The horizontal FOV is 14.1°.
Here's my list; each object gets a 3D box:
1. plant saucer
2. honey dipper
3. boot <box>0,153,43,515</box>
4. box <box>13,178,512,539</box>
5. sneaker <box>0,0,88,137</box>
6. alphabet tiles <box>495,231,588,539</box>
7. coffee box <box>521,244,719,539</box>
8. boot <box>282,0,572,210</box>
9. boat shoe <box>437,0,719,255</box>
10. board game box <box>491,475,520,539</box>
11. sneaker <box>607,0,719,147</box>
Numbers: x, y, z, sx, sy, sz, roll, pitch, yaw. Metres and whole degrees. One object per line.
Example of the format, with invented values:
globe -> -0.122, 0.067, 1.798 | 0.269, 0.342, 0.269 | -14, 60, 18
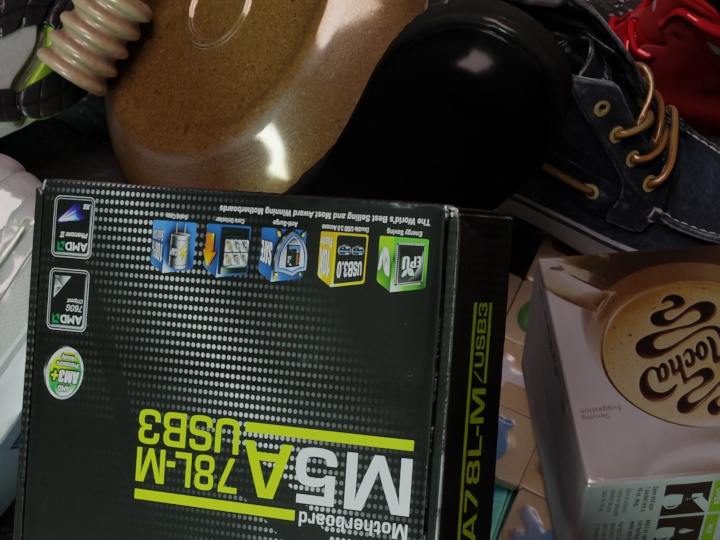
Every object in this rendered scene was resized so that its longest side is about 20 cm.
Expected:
plant saucer -> -0.054, -0.115, 1.333 | 0.200, 0.035, 0.201 | -21, 56, 36
honey dipper -> -0.080, -0.173, 1.334 | 0.038, 0.038, 0.200 | 36, 95, 31
boot -> -0.181, 0.048, 1.248 | 0.095, 0.074, 0.200 | 40, 96, 17
box -> -0.042, 0.067, 1.101 | 0.199, 0.047, 0.194 | 5, 89, 34
sneaker -> -0.217, -0.070, 1.352 | 0.199, 0.081, 0.074 | -22, 92, -33
alphabet tiles -> 0.091, 0.072, 1.209 | 0.166, 0.008, 0.200 | 24, 53, 4
coffee box -> 0.173, 0.053, 1.171 | 0.199, 0.080, 0.113 | -4, 53, -7
boot -> 0.002, 0.002, 1.172 | 0.079, 0.211, 0.158 | 32, 42, -7
boat shoe -> 0.109, -0.056, 1.235 | 0.199, 0.091, 0.071 | 19, 53, -10
board game box -> -0.046, 0.141, 1.207 | 0.199, 0.045, 0.153 | 10, 58, 19
sneaker -> 0.118, -0.105, 1.296 | 0.199, 0.116, 0.079 | 1, 56, 13
